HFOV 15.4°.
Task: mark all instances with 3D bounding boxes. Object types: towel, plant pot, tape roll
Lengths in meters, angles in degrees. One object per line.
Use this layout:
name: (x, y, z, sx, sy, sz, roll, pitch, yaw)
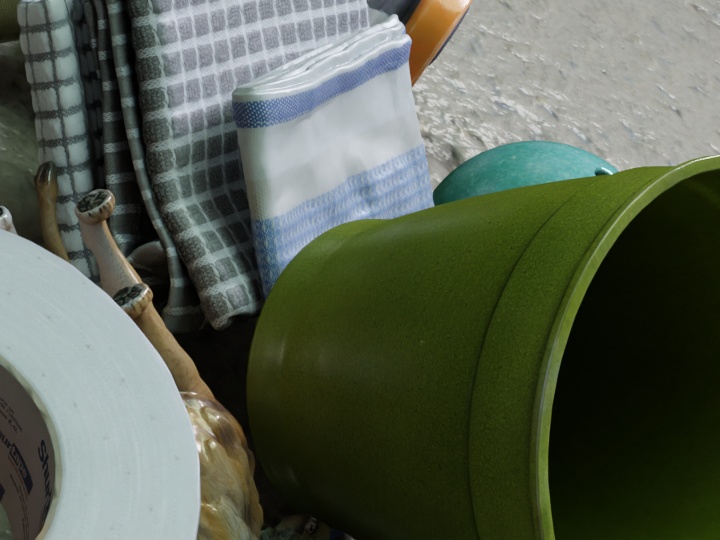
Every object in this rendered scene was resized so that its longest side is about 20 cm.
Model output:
towel: (0.000, 0.000, 1.147, 0.024, 0.200, 0.147, -3, 14, 28)
plant pot: (0.063, 0.051, 1.039, 0.193, 0.201, 0.200, 6, 1, 44)
tape roll: (-0.155, 0.076, 0.865, 0.200, 0.066, 0.200, 10, 52, -14)
towel: (-0.056, -0.062, 1.158, 0.085, 0.166, 0.200, -2, 10, 28)

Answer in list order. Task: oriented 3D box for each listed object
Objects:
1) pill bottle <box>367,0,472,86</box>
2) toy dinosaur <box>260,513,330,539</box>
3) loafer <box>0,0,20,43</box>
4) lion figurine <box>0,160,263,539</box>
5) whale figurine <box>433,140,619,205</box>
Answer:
pill bottle: (-0.034, -0.181, 1.448, 0.200, 0.106, 0.106, 35, 27, -1)
toy dinosaur: (0.008, 0.133, 0.960, 0.088, 0.048, 0.200, 19, 1, -11)
loafer: (-0.156, -0.142, 1.218, 0.200, 0.076, 0.067, -23, 36, -29)
lion figurine: (-0.088, 0.044, 1.025, 0.123, 0.072, 0.200, 61, 6, -30)
whale figurine: (0.109, 0.017, 1.296, 0.159, 0.104, 0.200, 9, 38, -42)
